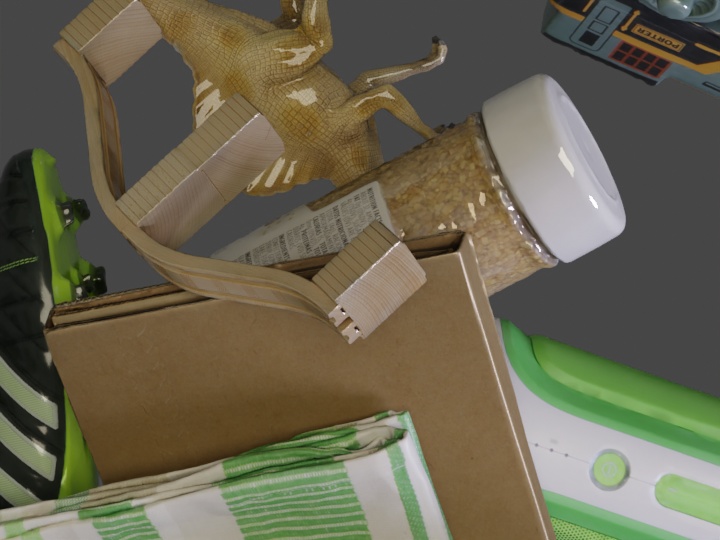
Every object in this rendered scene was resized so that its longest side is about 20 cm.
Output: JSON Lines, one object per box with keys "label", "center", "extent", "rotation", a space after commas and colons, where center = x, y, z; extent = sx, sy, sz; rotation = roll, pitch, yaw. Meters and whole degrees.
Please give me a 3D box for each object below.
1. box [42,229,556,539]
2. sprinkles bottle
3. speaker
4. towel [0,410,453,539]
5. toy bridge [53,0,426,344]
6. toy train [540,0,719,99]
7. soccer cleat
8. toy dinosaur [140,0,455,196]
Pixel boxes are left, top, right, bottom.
{"label": "box", "center": [-0.012, 0.087, 0.996], "extent": [0.162, 0.021, 0.201], "rotation": [-11, 118, 14]}
{"label": "sprinkles bottle", "center": [0.000, 0.000, 1.009], "extent": [0.199, 0.068, 0.069], "rotation": [-28, 93, 14]}
{"label": "speaker", "center": [0.113, 0.083, 1.039], "extent": [0.199, 0.088, 0.089], "rotation": [19, 89, -5]}
{"label": "towel", "center": [-0.055, 0.138, 0.997], "extent": [0.199, 0.023, 0.153], "rotation": [-15, 119, 10]}
{"label": "toy bridge", "center": [-0.060, -0.034, 0.962], "extent": [0.067, 0.027, 0.200], "rotation": [-43, 50, -5]}
{"label": "toy train", "center": [0.165, -0.103, 1.028], "extent": [0.199, 0.114, 0.086], "rotation": [21, 67, -9]}
{"label": "soccer cleat", "center": [-0.138, 0.054, 1.028], "extent": [0.080, 0.068, 0.202], "rotation": [-3, 92, 4]}
{"label": "toy dinosaur", "center": [-0.033, -0.083, 1.037], "extent": [0.200, 0.058, 0.101], "rotation": [42, 88, -5]}
